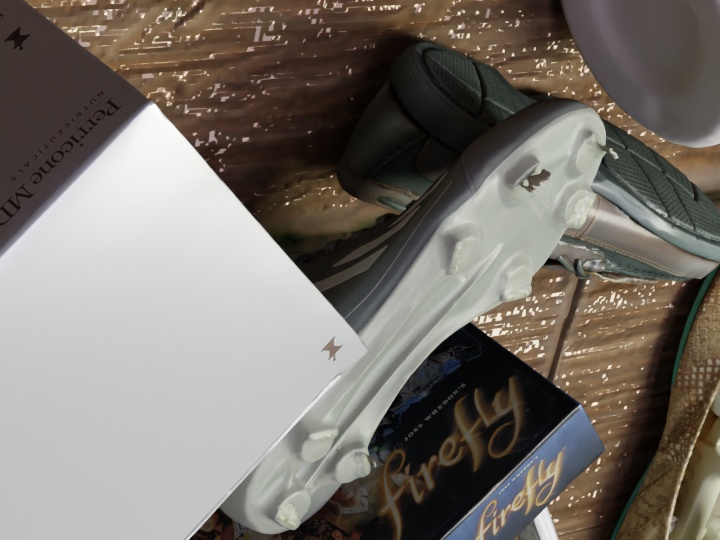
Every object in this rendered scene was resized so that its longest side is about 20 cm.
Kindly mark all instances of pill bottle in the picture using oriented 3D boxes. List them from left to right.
[{"bbox_3d":[0.188,-0.139,0.925,0.200,0.114,0.114,-29,133,-23],"label":"pill bottle"}]

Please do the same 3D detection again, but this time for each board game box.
[{"bbox_3d":[-0.025,0.094,0.881,0.200,0.135,0.035,-43,137,-11],"label":"board game box"}]

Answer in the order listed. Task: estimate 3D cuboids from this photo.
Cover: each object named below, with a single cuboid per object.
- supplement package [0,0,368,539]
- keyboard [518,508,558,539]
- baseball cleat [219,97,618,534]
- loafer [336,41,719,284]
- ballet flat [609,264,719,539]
[{"bbox_3d":[-0.127,0.035,0.768,0.200,0.111,0.156,-47,138,-7],"label":"supplement package"},{"bbox_3d":[0.090,0.155,1.042,0.011,0.056,0.200,-25,115,-11],"label":"keyboard"},{"bbox_3d":[0.000,0.000,0.858,0.200,0.106,0.070,-48,142,-5],"label":"baseball cleat"},{"bbox_3d":[0.072,-0.033,0.943,0.200,0.072,0.063,23,120,-40],"label":"loafer"},{"bbox_3d":[0.177,0.083,1.104,0.070,0.065,0.200,-6,121,-39],"label":"ballet flat"}]
